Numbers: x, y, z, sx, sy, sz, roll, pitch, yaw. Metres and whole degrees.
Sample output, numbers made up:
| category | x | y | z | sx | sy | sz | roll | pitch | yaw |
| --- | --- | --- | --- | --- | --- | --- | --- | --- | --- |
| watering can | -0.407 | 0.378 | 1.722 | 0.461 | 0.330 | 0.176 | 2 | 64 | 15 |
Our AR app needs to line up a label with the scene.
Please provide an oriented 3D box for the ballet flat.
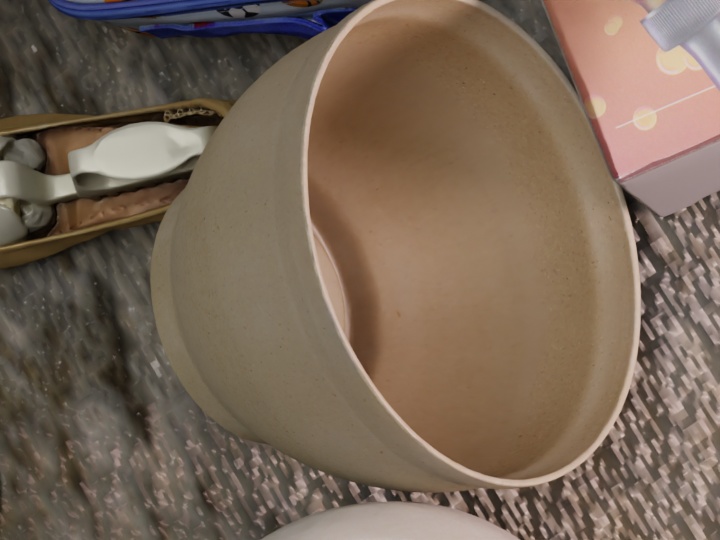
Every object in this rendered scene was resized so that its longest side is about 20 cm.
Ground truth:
| category | x | y | z | sx | sy | sz | roll | pitch | yaw |
| --- | --- | --- | --- | --- | --- | --- | --- | --- | --- |
| ballet flat | -0.131 | -0.044 | 1.182 | 0.200 | 0.063 | 0.069 | -13 | 80 | 15 |

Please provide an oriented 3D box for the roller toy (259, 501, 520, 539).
| category | x | y | z | sx | sy | sz | roll | pitch | yaw |
| --- | --- | --- | --- | --- | --- | --- | --- | --- | --- |
| roller toy | 0.014 | 0.182 | 1.076 | 0.182 | 0.140 | 0.200 | 26 | 88 | 7 |

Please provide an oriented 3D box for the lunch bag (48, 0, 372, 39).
| category | x | y | z | sx | sy | sz | roll | pitch | yaw |
| --- | --- | --- | --- | --- | --- | --- | --- | --- | --- |
| lunch bag | -0.046 | -0.175 | 1.144 | 0.200 | 0.076 | 0.161 | -1 | 80 | 34 |

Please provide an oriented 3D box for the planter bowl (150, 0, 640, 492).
| category | x | y | z | sx | sy | sz | roll | pitch | yaw |
| --- | --- | --- | --- | --- | --- | --- | --- | --- | --- |
| planter bowl | 0.000 | 0.000 | 1.087 | 0.135 | 0.200 | 0.201 | -17 | 78 | 40 |

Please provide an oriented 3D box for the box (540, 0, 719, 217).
| category | x | y | z | sx | sy | sz | roll | pitch | yaw |
| --- | --- | --- | --- | --- | --- | --- | --- | --- | --- |
| box | 0.146 | -0.146 | 1.091 | 0.152 | 0.106 | 0.200 | -23 | 78 | 12 |
